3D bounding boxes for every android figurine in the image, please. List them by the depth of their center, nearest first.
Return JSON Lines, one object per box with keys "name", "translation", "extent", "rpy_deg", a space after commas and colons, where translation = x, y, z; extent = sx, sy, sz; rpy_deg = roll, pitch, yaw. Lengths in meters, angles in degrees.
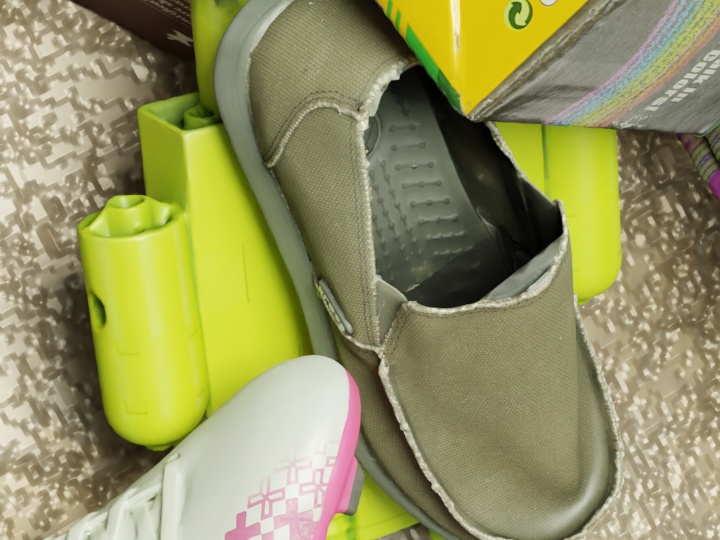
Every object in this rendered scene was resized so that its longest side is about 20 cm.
{"name": "android figurine", "translation": [0.000, 0.000, 0.789], "extent": [0.181, 0.041, 0.201], "rpy_deg": [-16, 114, -28]}

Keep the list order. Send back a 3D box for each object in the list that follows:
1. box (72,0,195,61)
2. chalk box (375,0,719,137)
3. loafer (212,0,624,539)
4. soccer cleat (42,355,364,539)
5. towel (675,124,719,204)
{"name": "box", "translation": [-0.043, -0.177, 0.805], "extent": [0.100, 0.075, 0.201], "rpy_deg": [28, 78, -17]}
{"name": "chalk box", "translation": [0.083, -0.122, 0.733], "extent": [0.124, 0.124, 0.200], "rpy_deg": [55, 24, 16]}
{"name": "loafer", "translation": [0.024, 0.010, 0.739], "extent": [0.075, 0.070, 0.200], "rpy_deg": [-40, 121, -16]}
{"name": "soccer cleat", "translation": [-0.075, 0.101, 0.734], "extent": [0.086, 0.070, 0.200], "rpy_deg": [26, 107, -20]}
{"name": "towel", "translation": [0.153, -0.075, 0.784], "extent": [0.023, 0.200, 0.144], "rpy_deg": [28, 110, -23]}
